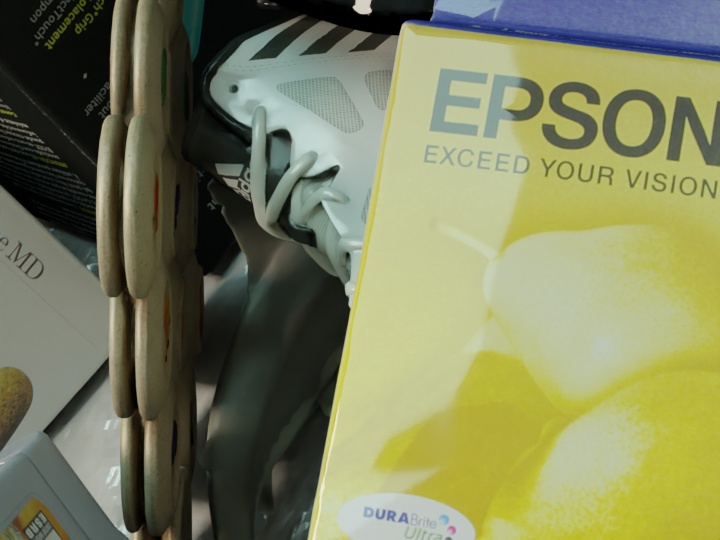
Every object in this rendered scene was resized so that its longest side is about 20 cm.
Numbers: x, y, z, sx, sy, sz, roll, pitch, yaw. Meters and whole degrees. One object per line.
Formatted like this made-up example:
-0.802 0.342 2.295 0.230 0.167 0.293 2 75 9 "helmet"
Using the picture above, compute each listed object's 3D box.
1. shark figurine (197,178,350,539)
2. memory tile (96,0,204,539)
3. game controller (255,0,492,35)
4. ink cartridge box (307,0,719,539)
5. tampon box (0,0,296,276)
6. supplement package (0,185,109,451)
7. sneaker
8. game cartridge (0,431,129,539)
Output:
-0.024 0.014 0.822 0.128 0.090 0.215 9 60 45 "shark figurine"
-0.061 -0.002 0.796 0.017 0.200 0.153 1 46 0 "memory tile"
0.059 -0.099 0.787 0.200 0.042 0.104 -14 33 -33 "game controller"
0.100 -0.004 0.655 0.197 0.047 0.200 7 82 13 "ink cartridge box"
-0.103 -0.123 0.917 0.126 0.200 0.150 19 68 47 "tampon box"
-0.197 0.042 0.918 0.200 0.114 0.110 -49 39 -6 "supplement package"
0.000 0.000 0.756 0.115 0.076 0.201 7 53 7 "sneaker"
-0.074 0.120 0.670 0.042 0.133 0.200 -39 4 10 "game cartridge"
